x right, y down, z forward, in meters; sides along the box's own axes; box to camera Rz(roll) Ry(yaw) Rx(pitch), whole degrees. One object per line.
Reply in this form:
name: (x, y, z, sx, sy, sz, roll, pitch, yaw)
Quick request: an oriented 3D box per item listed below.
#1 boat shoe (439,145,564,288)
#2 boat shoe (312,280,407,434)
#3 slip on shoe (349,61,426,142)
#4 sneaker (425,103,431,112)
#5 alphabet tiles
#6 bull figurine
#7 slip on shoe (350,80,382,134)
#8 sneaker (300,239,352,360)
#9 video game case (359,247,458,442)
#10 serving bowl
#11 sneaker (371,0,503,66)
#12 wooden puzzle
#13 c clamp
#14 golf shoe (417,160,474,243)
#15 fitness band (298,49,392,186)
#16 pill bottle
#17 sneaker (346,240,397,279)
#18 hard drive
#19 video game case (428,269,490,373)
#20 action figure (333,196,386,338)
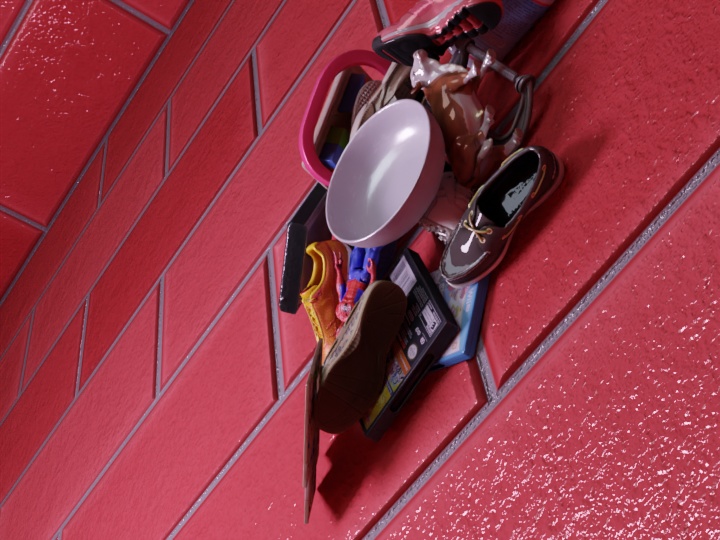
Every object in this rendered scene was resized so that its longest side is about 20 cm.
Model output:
boat shoe: (0.156, -0.066, 1.466, 0.072, 0.060, 0.202, 46, 105, 28)
boat shoe: (-0.003, 0.108, 1.546, 0.202, 0.073, 0.063, -62, 16, -4)
slip on shoe: (0.050, -0.217, 1.697, 0.060, 0.076, 0.202, 15, 74, 59)
sneaker: (0.099, -0.187, 1.758, 0.200, 0.073, 0.088, -121, 49, -70)
alphabet tiles: (-0.061, 0.209, 1.581, 0.167, 0.007, 0.204, -78, -10, -73)
bull figurine: (0.131, -0.210, 1.588, 0.121, 0.064, 0.203, -38, 64, 46)
slip on shoe: (0.022, -0.174, 1.805, 0.061, 0.073, 0.204, -123, 28, -82)
sneaker: (-0.050, 0.060, 1.734, 0.073, 0.076, 0.204, 164, 104, -65)
video game case: (0.042, 0.091, 1.583, 0.182, 0.025, 0.201, -56, 26, 17)
serving bowl: (0.042, -0.115, 1.584, 0.199, 0.065, 0.203, -34, 42, 37)
sneaker: (0.102, -0.337, 1.633, 0.198, 0.073, 0.088, -18, 58, 33)
wooden puzzle: (0.000, -0.197, 1.846, 0.046, 0.200, 0.188, 12, 74, 30)
c clamp: (0.163, -0.248, 1.612, 0.200, 0.027, 0.173, 48, 124, 37)
golf shoe: (0.115, -0.090, 1.607, 0.098, 0.078, 0.200, -53, 26, 7)
fitness band: (-0.007, -0.211, 1.747, 0.037, 0.142, 0.203, 153, 137, -79)
pill bottle: (0.199, -0.373, 1.674, 0.200, 0.108, 0.110, -46, 29, 32)
sneaker: (0.031, -0.089, 1.738, 0.078, 0.069, 0.202, 45, 116, 46)
hard drive: (-0.076, -0.041, 1.836, 0.200, 0.032, 0.142, -62, -18, -63)
video game case: (0.090, 0.063, 1.563, 0.199, 0.018, 0.145, -27, 42, 53)
action figure: (0.000, 0.000, 1.642, 0.065, 0.052, 0.203, 5, 76, 33)
